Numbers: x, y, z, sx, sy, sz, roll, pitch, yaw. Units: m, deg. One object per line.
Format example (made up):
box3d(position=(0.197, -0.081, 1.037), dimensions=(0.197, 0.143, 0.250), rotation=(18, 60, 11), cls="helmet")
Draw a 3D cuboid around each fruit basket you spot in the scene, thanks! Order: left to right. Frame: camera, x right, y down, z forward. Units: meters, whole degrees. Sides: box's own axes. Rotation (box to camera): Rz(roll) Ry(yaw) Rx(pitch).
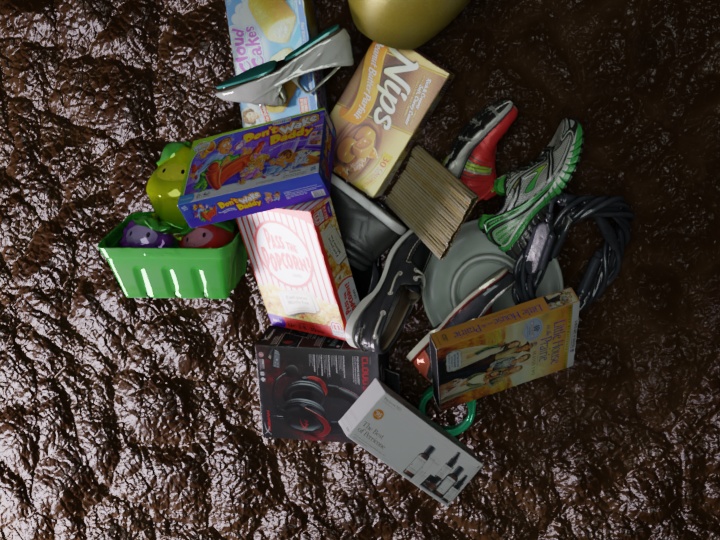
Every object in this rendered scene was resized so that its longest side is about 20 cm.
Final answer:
box3d(position=(-0.259, -0.073, 1.488), dimensions=(0.214, 0.156, 0.217), rotation=(5, 116, 10), cls="fruit basket")

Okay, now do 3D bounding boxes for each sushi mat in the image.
box3d(position=(0.090, -0.094, 1.385), dimensions=(0.012, 0.200, 0.096), rotation=(19, 107, -28), cls="sushi mat")

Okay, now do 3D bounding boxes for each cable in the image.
box3d(position=(0.280, -0.015, 1.378), dimensions=(0.051, 0.162, 0.201), rotation=(48, 137, 46), cls="cable")

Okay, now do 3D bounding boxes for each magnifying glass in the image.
box3d(position=(0.148, 0.153, 1.454), dimensions=(0.079, 0.022, 0.201), rotation=(28, 119, -6), cls="magnifying glass")

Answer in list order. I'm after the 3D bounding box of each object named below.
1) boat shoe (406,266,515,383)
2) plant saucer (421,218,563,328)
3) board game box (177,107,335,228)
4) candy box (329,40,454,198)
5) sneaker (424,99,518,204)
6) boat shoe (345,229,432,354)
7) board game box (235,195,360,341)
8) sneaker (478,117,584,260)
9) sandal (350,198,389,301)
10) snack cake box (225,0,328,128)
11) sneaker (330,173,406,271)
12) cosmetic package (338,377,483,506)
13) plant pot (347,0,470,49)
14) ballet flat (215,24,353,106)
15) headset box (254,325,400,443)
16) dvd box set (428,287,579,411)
box3d(position=(0.143, 0.075, 1.390), dimensions=(0.063, 0.071, 0.200), rotation=(47, 118, 9), cls="boat shoe")
box3d(position=(0.179, 0.029, 1.441), dimensions=(0.199, 0.050, 0.202), rotation=(2, 97, 13), cls="plant saucer")
box3d(position=(-0.136, -0.137, 1.395), dimensions=(0.199, 0.135, 0.045), rotation=(-12, 134, 15), cls="board game box")
box3d(position=(0.028, -0.215, 1.440), dimensions=(0.115, 0.055, 0.201), rotation=(34, 103, 7), cls="candy box")
box3d(position=(0.159, -0.140, 1.423), dimensions=(0.085, 0.077, 0.201), rotation=(30, 107, -13), cls="sneaker")
box3d(position=(0.055, 0.026, 1.419), dimensions=(0.060, 0.074, 0.200), rotation=(18, 62, 38), cls="boat shoe")
box3d(position=(-0.084, -0.009, 1.430), dimensions=(0.151, 0.046, 0.201), rotation=(8, 125, 40), cls="board game box")
box3d(position=(0.228, -0.119, 1.382), dimensions=(0.085, 0.078, 0.201), rotation=(33, 90, 3), cls="sneaker")
box3d(position=(-0.001, 0.000, 1.481), dimensions=(0.075, 0.043, 0.202), rotation=(3, 98, 12), cls="sandal")
box3d(position=(-0.116, -0.296, 1.456), dimensions=(0.114, 0.067, 0.202), rotation=(-7, 96, 12), cls="snack cake box")
box3d(position=(-0.042, -0.077, 1.445), dimensions=(0.200, 0.071, 0.099), rotation=(38, 96, 16), cls="sneaker")
box3d(position=(0.072, 0.239, 1.441), dimensions=(0.200, 0.051, 0.083), rotation=(38, 93, -25), cls="cosmetic package")
box3d(position=(0.057, -0.375, 1.358), dimensions=(0.199, 0.200, 0.143), rotation=(29, 128, 8), cls="plant pot")
box3d(position=(-0.098, -0.257, 1.395), dimensions=(0.199, 0.069, 0.070), rotation=(-24, 92, 13), cls="ballet flat")
box3d(position=(-0.041, 0.162, 1.482), dimensions=(0.198, 0.075, 0.150), rotation=(2, 110, 12), cls="headset box")
box3d(position=(0.189, 0.106, 1.375), dimensions=(0.199, 0.147, 0.030), rotation=(-17, 50, -9), cls="dvd box set")
